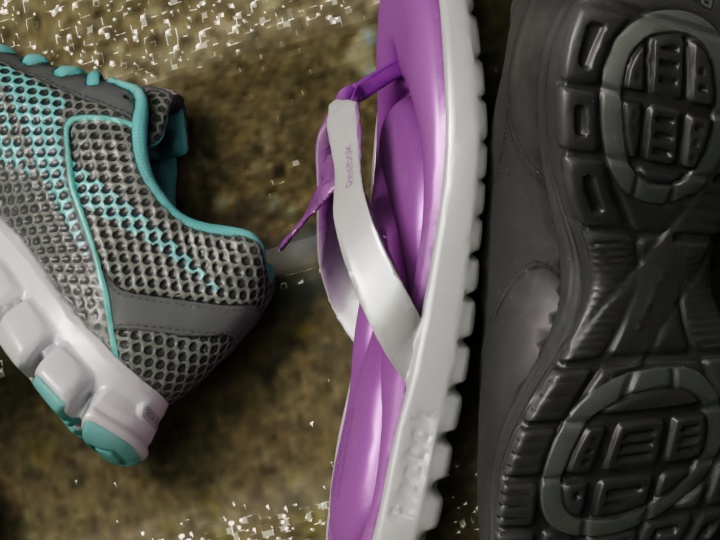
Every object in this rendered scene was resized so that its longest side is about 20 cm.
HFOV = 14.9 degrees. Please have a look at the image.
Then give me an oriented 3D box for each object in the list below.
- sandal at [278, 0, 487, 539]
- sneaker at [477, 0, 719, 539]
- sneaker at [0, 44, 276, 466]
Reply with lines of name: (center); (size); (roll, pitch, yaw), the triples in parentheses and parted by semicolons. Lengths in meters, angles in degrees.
sandal: (0.002, -0.001, 0.802); (0.049, 0.082, 0.204); (6, 83, -17)
sneaker: (0.066, 0.006, 0.788); (0.075, 0.091, 0.202); (4, 102, -20)
sneaker: (-0.099, -0.036, 0.870); (0.091, 0.078, 0.200); (-37, 72, -4)
